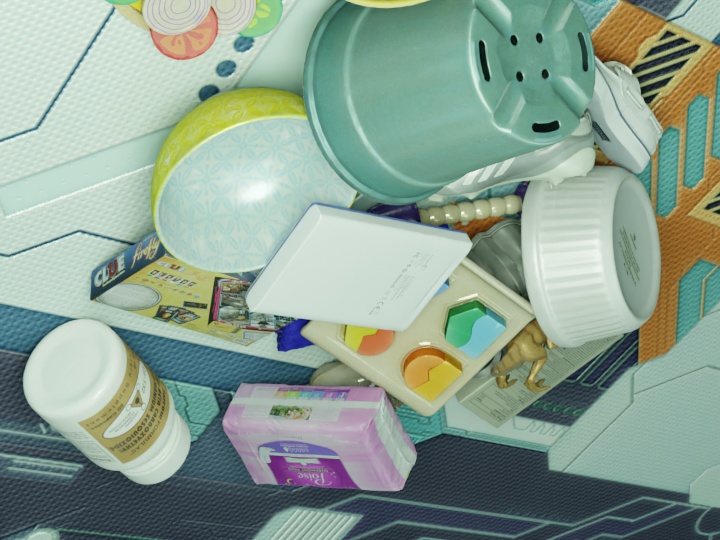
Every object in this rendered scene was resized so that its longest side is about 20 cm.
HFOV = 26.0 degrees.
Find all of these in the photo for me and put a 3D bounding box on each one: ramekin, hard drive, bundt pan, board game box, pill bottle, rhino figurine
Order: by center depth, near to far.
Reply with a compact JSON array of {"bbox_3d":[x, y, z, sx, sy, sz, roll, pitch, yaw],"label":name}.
[{"bbox_3d":[0.000,0.000,1.535,0.199,0.025,0.132,9,130,-40],"label":"hard drive"},{"bbox_3d":[-0.154,0.019,1.585,0.199,0.035,0.135,19,147,-38],"label":"board game box"},{"bbox_3d":[-0.262,0.147,1.659,0.114,0.115,0.200,-28,142,4],"label":"pill bottle"},{"bbox_3d":[0.252,-0.020,1.664,0.093,0.204,0.202,-6,151,28],"label":"ramekin"},{"bbox_3d":[0.160,0.040,1.757,0.201,0.076,0.203,-29,145,-23],"label":"bundt pan"},{"bbox_3d":[0.028,0.118,1.828,0.199,0.060,0.088,-26,133,-4],"label":"rhino figurine"}]

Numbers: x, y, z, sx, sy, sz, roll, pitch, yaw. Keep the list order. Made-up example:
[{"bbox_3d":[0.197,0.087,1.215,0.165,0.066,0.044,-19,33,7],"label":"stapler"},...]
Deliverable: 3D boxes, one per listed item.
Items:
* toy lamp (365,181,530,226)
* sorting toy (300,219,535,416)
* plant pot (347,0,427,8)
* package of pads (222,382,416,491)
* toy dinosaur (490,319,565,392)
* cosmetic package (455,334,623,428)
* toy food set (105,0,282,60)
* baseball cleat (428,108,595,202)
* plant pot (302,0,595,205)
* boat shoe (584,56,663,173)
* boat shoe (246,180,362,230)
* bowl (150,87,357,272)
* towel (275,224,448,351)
[{"bbox_3d":[0.100,-0.062,1.665,0.198,0.058,0.059,-10,140,-22],"label":"toy lamp"},{"bbox_3d":[0.062,0.060,1.662,0.184,0.037,0.200,34,121,-20],"label":"sorting toy"},{"bbox_3d":[0.021,-0.333,1.237,0.198,0.143,0.201,-16,141,-13],"label":"plant pot"},{"bbox_3d":[-0.045,0.190,1.771,0.198,0.076,0.121,-1,133,28],"label":"package of pads"},{"bbox_3d":[0.174,0.091,1.710,0.200,0.060,0.107,-39,143,-42],"label":"toy dinosaur"},{"bbox_3d":[0.207,0.095,1.889,0.199,0.073,0.103,-37,141,15],"label":"cosmetic package"},{"bbox_3d":[-0.125,-0.266,1.310,0.198,0.049,0.199,-42,139,20],"label":"toy food set"},{"bbox_3d":[0.140,-0.131,1.602,0.198,0.070,0.107,-9,115,0],"label":"baseball cleat"},{"bbox_3d":[0.086,-0.169,1.353,0.199,0.202,0.195,11,168,-37],"label":"plant pot"},{"bbox_3d":[0.255,-0.183,1.610,0.066,0.073,0.200,-54,138,-11],"label":"boat shoe"},{"bbox_3d":[-0.087,-0.058,1.554,0.198,0.069,0.072,-22,142,-3],"label":"boat shoe"},{"bbox_3d":[-0.109,-0.104,1.458,0.198,0.108,0.201,-15,141,-13],"label":"bowl"},{"bbox_3d":[0.004,0.023,1.715,0.198,0.050,0.148,-13,140,-15],"label":"towel"}]
